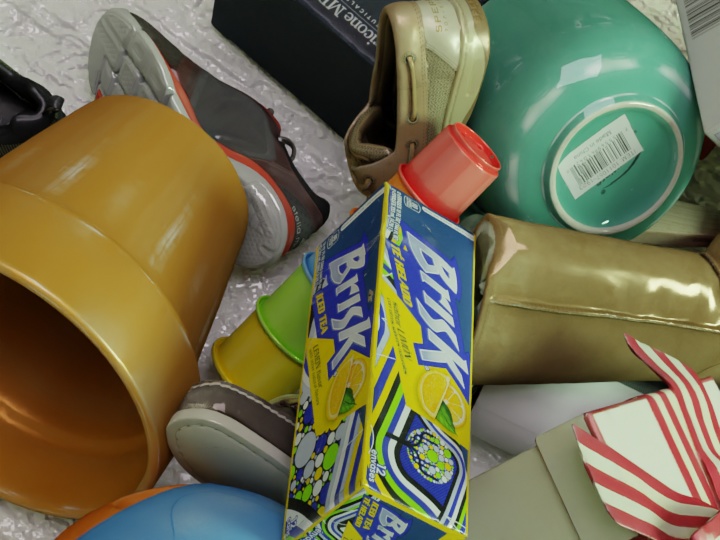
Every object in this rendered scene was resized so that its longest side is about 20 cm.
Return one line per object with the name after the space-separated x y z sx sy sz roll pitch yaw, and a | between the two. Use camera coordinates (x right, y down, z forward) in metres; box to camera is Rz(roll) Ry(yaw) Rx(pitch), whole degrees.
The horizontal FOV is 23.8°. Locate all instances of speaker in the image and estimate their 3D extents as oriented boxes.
0.161 0.101 1.011 0.199 0.081 0.082 26 64 4 | speaker

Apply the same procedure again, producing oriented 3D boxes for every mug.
0.127 -0.073 1.039 0.151 0.186 0.115 1 29 -22 | mug

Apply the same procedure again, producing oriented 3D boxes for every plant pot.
-0.157 0.003 0.954 0.199 0.201 0.184 29 49 5 | plant pot

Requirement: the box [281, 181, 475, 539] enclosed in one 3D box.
0.013 0.055 0.862 0.064 0.070 0.201 29 42 -24 | box

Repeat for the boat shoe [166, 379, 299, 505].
-0.033 0.104 0.928 0.071 0.200 0.060 -3 59 35 | boat shoe

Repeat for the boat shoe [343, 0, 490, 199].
0.020 -0.075 1.008 0.064 0.201 0.071 -5 40 -22 | boat shoe

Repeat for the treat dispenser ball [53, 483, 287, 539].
-0.085 0.208 0.853 0.199 0.201 0.202 4 65 -8 | treat dispenser ball

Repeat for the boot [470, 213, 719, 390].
0.159 -0.007 0.941 0.199 0.066 0.176 7 107 -16 | boot

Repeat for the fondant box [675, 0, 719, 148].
0.273 -0.100 1.056 0.200 0.058 0.145 35 40 -39 | fondant box

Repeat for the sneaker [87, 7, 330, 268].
-0.095 -0.085 1.074 0.082 0.077 0.200 -22 69 -47 | sneaker

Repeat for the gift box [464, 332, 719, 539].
0.122 0.151 0.876 0.184 0.186 0.201 -14 76 -59 | gift box

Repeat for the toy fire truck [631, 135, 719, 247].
0.215 -0.022 1.093 0.141 0.049 0.200 43 67 12 | toy fire truck

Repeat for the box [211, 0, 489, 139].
0.024 -0.200 1.113 0.148 0.107 0.200 41 66 10 | box

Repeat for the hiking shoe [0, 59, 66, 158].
-0.268 -0.118 1.030 0.199 0.101 0.076 15 63 -2 | hiking shoe

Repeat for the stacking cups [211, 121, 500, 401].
0.000 0.000 0.975 0.200 0.060 0.061 -44 73 21 | stacking cups
